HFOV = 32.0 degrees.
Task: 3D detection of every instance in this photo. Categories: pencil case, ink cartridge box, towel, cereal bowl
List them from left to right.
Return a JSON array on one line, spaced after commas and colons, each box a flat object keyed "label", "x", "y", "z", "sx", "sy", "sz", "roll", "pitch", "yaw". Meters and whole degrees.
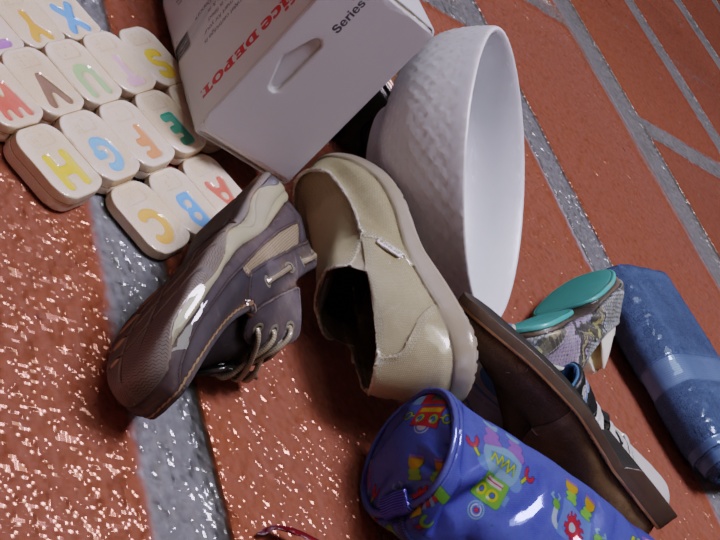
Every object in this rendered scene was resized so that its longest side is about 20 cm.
[{"label": "ink cartridge box", "x": -0.051, "y": -0.178, "z": 0.827, "sx": 0.084, "sy": 0.146, "sz": 0.201, "roll": 29, "pitch": 28, "yaw": -37}, {"label": "cereal bowl", "x": 0.056, "y": -0.065, "z": 0.859, "sx": 0.200, "sy": 0.082, "sz": 0.203, "roll": 2, "pitch": 90, "yaw": -71}, {"label": "pencil case", "x": 0.092, "y": 0.149, "z": 0.702, "sx": 0.199, "sy": 0.078, "sz": 0.088, "roll": 36, "pitch": 47, "yaw": -21}, {"label": "towel", "x": 0.268, "y": 0.088, "z": 1.058, "sx": 0.111, "sy": 0.048, "sz": 0.202, "roll": 12, "pitch": 45, "yaw": -48}]

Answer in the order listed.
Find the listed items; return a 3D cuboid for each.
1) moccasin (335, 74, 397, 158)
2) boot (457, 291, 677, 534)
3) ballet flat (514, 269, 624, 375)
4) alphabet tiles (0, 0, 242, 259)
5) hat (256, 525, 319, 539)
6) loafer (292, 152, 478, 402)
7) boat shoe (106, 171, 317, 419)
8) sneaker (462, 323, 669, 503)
[{"label": "moccasin", "x": -0.016, "y": -0.161, "z": 0.960, "sx": 0.201, "sy": 0.074, "sz": 0.077, "roll": 46, "pitch": 35, "yaw": 16}, {"label": "boot", "x": 0.108, "y": 0.101, "z": 0.756, "sx": 0.201, "sy": 0.075, "sz": 0.074, "roll": 50, "pitch": 6, "yaw": -17}, {"label": "ballet flat", "x": 0.155, "y": 0.053, "z": 0.942, "sx": 0.072, "sy": 0.072, "sz": 0.200, "roll": 51, "pitch": 28, "yaw": 7}, {"label": "alphabet tiles", "x": -0.151, "y": -0.097, "z": 0.742, "sx": 0.196, "sy": 0.015, "sz": 0.200, "roll": 49, "pitch": 27, "yaw": 3}, {"label": "hat", "x": 0.074, "y": 0.204, "z": 0.660, "sx": 0.165, "sy": 0.174, "sz": 0.203, "roll": -31, "pitch": 122, "yaw": -51}, {"label": "loafer", "x": 0.000, "y": 0.000, "z": 0.752, "sx": 0.067, "sy": 0.076, "sz": 0.201, "roll": -7, "pitch": 42, "yaw": -28}, {"label": "boat shoe", "x": -0.063, "y": 0.017, "z": 0.656, "sx": 0.073, "sy": 0.074, "sz": 0.201, "roll": 45, "pitch": 32, "yaw": -11}, {"label": "sneaker", "x": 0.144, "y": 0.108, "z": 0.833, "sx": 0.199, "sy": 0.072, "sz": 0.072, "roll": 36, "pitch": 28, "yaw": -24}]
